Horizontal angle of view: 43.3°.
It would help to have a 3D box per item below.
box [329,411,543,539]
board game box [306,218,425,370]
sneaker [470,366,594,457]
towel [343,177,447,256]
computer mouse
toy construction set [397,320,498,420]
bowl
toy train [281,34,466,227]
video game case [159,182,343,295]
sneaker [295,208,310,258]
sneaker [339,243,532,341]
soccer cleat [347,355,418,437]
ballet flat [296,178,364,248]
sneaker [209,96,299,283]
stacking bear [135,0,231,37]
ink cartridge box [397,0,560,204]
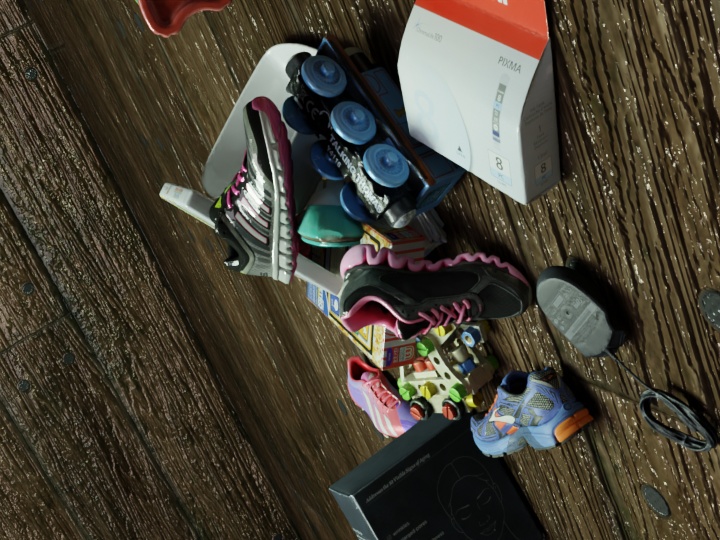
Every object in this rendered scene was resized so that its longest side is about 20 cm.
[{"bbox_3d":[0.098,0.318,1.192,0.199,0.198,0.124,60,162,-3],"label":"box"},{"bbox_3d":[0.000,0.000,1.052,0.200,0.046,0.154,40,132,53],"label":"board game box"},{"bbox_3d":[0.173,0.145,0.963,0.080,0.074,0.200,66,154,6],"label":"sneaker"},{"bbox_3d":[0.029,-0.071,1.058,0.148,0.024,0.200,59,162,4],"label":"towel"},{"bbox_3d":[0.226,0.071,0.767,0.201,0.034,0.059,49,143,15],"label":"computer mouse"},{"bbox_3d":[0.086,0.105,1.068,0.133,0.091,0.199,62,161,-10],"label":"toy construction set"},{"bbox_3d":[-0.089,-0.149,1.031,0.074,0.202,0.199,28,-179,-33],"label":"bowl"},{"bbox_3d":[0.008,-0.134,0.874,0.202,0.113,0.087,56,142,13],"label":"toy train"},{"bbox_3d":[-0.129,-0.040,1.044,0.198,0.023,0.182,31,176,-22],"label":"video game case"},{"bbox_3d":[-0.030,-0.006,1.190,0.113,0.071,0.200,51,-178,22],"label":"sneaker"},{"bbox_3d":[0.068,0.034,0.890,0.196,0.096,0.080,4,136,15],"label":"sneaker"},{"bbox_3d":[0.033,0.195,1.390,0.199,0.066,0.078,29,141,61],"label":"soccer cleat"},{"bbox_3d":[-0.033,-0.059,0.931,0.200,0.066,0.072,-165,77,-85],"label":"ballet flat"},{"bbox_3d":[-0.109,-0.072,0.887,0.074,0.085,0.203,-90,-1,-52],"label":"sneaker"},{"bbox_3d":[-0.258,-0.385,1.204,0.115,0.120,0.200,64,168,-23],"label":"stacking bear"},{"bbox_3d":[0.085,-0.171,0.726,0.160,0.047,0.202,41,156,44],"label":"ink cartridge box"}]
